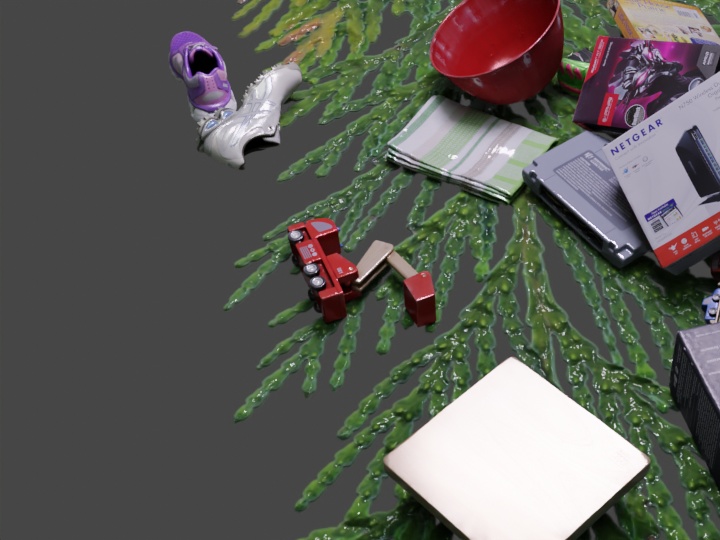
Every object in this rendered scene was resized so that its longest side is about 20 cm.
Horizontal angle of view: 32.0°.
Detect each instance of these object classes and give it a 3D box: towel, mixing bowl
[{"bbox_3d":[0.152,-0.172,1.724,0.199,0.031,0.149,23,54,26],"label":"towel"},{"bbox_3d":[0.209,-0.307,1.772,0.199,0.108,0.201,-22,40,20],"label":"mixing bowl"}]

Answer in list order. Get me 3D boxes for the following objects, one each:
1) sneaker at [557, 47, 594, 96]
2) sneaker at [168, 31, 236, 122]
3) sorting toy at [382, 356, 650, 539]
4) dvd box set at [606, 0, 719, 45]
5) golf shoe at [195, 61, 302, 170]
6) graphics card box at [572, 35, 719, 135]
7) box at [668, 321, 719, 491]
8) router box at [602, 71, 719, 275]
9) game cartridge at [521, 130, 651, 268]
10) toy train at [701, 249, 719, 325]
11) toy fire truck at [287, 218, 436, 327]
[{"bbox_3d":[0.371,-0.269,1.758,0.200,0.077,0.084,30,60,29],"label":"sneaker"},{"bbox_3d":[-0.238,-0.307,1.863,0.080,0.089,0.200,-19,46,-9],"label":"sneaker"},{"bbox_3d":[0.162,0.219,1.320,0.198,0.070,0.200,-35,52,-24],"label":"sorting toy"},{"bbox_3d":[0.446,-0.330,1.794,0.146,0.029,0.200,7,37,-15],"label":"dvd box set"},{"bbox_3d":[-0.138,-0.213,1.785,0.097,0.078,0.200,39,66,16],"label":"golf shoe"},{"bbox_3d":[0.380,-0.234,1.635,0.200,0.051,0.126,18,89,45],"label":"graphics card box"},{"bbox_3d":[0.433,0.152,1.326,0.147,0.105,0.201,-11,46,-4],"label":"box"},{"bbox_3d":[0.415,-0.122,1.504,0.200,0.049,0.180,-34,62,24],"label":"router box"},{"bbox_3d":[0.320,-0.097,1.620,0.133,0.041,0.200,-30,54,-16],"label":"game cartridge"},{"bbox_3d":[0.441,-0.009,1.501,0.046,0.034,0.201,1,58,31],"label":"toy train"},{"bbox_3d":[0.000,0.000,1.565,0.140,0.049,0.200,-18,46,-10],"label":"toy fire truck"}]
